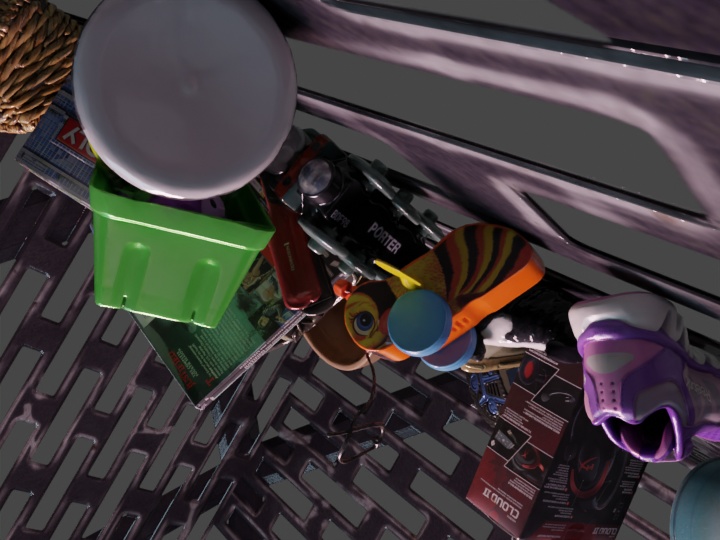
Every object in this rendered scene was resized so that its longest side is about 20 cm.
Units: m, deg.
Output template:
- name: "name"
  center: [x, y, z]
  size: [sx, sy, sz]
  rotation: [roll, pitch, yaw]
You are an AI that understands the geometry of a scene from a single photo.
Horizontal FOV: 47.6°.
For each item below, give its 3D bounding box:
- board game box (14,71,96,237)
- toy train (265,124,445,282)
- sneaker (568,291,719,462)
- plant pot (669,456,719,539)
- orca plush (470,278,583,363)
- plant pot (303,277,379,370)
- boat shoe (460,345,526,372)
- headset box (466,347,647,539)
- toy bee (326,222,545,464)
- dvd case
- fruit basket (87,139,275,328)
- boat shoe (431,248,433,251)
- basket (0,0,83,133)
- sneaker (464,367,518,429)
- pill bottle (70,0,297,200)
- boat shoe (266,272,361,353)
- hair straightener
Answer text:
- name: "board game box"
  center: [-0.216, -0.094, 0.774]
  size: [0.199, 0.201, 0.062]
  rotation: [31, 174, -9]
- name: "toy train"
  center: [-0.009, -0.050, 0.669]
  size: [0.114, 0.085, 0.200]
  rotation: [40, -177, 32]
- name: "sneaker"
  center: [0.205, 0.091, 0.551]
  size: [0.080, 0.089, 0.200]
  rotation: [-16, 145, 40]
- name: "plant pot"
  center: [0.558, 0.360, 1.093]
  size: [0.199, 0.201, 0.188]
  rotation: [31, 163, -14]
- name: "orca plush"
  center: [0.126, 0.027, 0.674]
  size: [0.200, 0.105, 0.071]
  rotation: [-107, -7, -77]
- name: "plant pot"
  center: [0.000, 0.000, 0.896]
  size: [0.092, 0.202, 0.200]
  rotation: [-13, -155, -32]
- name: "boat shoe"
  center: [0.176, 0.079, 0.854]
  size: [0.073, 0.064, 0.200]
  rotation: [26, -168, 41]
- name: "headset box"
  center: [0.195, 0.160, 0.748]
  size: [0.148, 0.201, 0.075]
  rotation: [16, -173, -38]
- name: "toy bee"
  center: [0.030, 0.027, 0.601]
  size: [0.109, 0.199, 0.131]
  rotation: [49, 168, 32]
- name: "dvd case"
  center: [-0.119, 0.012, 0.778]
  size: [0.146, 0.200, 0.022]
  rotation: [47, 180, 23]
- name: "fruit basket"
  center: [-0.149, -0.082, 0.645]
  size: [0.154, 0.217, 0.215]
  rotation: [13, -176, -18]
- name: "boat shoe"
  center: [0.096, 0.017, 0.867]
  size: [0.071, 0.068, 0.200]
  rotation: [31, 178, -9]
- name: "basket"
  center: [-0.353, -0.207, 0.869]
  size: [0.149, 0.143, 0.200]
  rotation: [33, 177, -41]
- name: "sneaker"
  center: [0.158, 0.091, 0.915]
  size: [0.076, 0.076, 0.201]
  rotation: [4, -133, -16]
- name: "pill bottle"
  center: [-0.108, -0.098, 0.466]
  size: [0.106, 0.107, 0.200]
  rotation: [31, 178, -19]
- name: "boat shoe"
  center: [-0.075, 0.043, 0.824]
  size: [0.072, 0.200, 0.066]
  rotation: [40, -142, -29]
- name: "hair straightener"
  center: [-0.067, -0.050, 0.729]
  size: [0.201, 0.041, 0.077]
  rotation: [67, -167, 21]
